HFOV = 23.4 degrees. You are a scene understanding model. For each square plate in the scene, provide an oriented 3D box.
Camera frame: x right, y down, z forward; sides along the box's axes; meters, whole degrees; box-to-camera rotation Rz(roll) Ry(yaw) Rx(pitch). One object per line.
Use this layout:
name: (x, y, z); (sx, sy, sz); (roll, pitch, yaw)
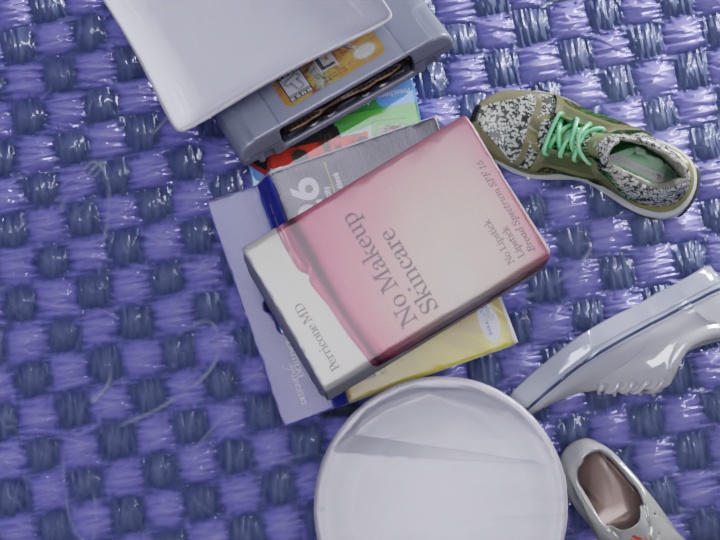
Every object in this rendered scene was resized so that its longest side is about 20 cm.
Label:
square plate: (-0.099, -0.219, 1.436); (0.197, 0.028, 0.200); (-28, 56, -4)

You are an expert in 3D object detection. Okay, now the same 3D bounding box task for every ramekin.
ramekin: (0.063, 0.187, 1.383); (0.201, 0.094, 0.204); (0, 83, 2)

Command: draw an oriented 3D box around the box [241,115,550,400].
box: (0.026, -0.007, 1.323); (0.199, 0.109, 0.128); (-31, 85, -5)

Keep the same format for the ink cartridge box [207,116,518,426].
ink cartridge box: (0.000, 0.000, 1.397); (0.199, 0.047, 0.199); (-20, 85, -5)

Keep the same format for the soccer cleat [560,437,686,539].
soccer cleat: (0.226, 0.221, 1.384); (0.069, 0.078, 0.200); (-37, 84, -4)

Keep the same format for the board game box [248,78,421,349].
board game box: (-0.010, -0.047, 1.443); (0.150, 0.037, 0.201); (-12, 84, -1)

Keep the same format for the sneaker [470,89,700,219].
sneaker: (0.188, -0.105, 1.420); (0.199, 0.089, 0.077); (18, 84, 4)

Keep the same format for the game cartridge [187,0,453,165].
game cartridge: (-0.039, -0.181, 1.434); (0.199, 0.042, 0.133); (-30, 60, -5)

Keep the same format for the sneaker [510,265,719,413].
sneaker: (0.218, 0.072, 1.405); (0.199, 0.073, 0.071); (-30, 80, -3)
